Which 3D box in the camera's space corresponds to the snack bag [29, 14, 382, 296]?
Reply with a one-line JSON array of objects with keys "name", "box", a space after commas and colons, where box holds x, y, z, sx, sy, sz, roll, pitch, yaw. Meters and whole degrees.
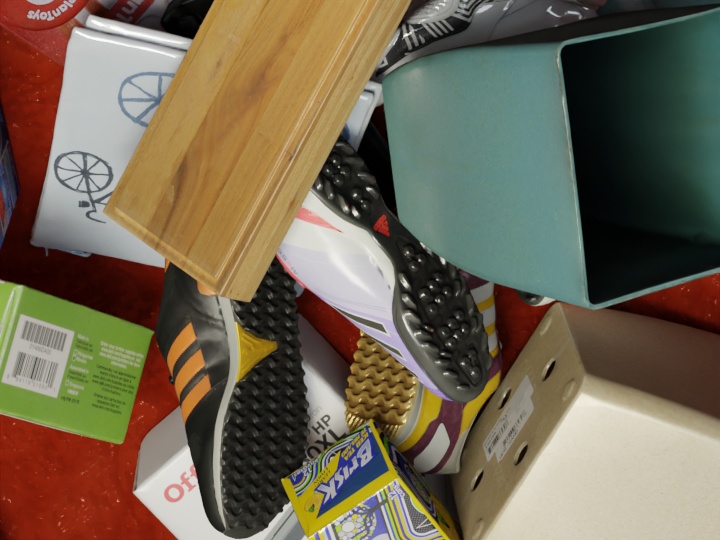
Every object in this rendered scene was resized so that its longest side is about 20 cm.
[{"name": "snack bag", "box": [-0.098, -0.064, 1.622, 0.187, 0.021, 0.201, 11, 138, -7]}]

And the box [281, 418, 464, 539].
[{"name": "box", "box": [0.037, 0.186, 1.620, 0.070, 0.064, 0.200, -34, 126, 6]}]

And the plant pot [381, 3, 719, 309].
[{"name": "plant pot", "box": [0.109, -0.069, 1.484, 0.141, 0.200, 0.142, -15, 102, -33]}]

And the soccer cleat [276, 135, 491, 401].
[{"name": "soccer cleat", "box": [0.000, 0.000, 1.574, 0.073, 0.068, 0.200, -31, 102, 41]}]

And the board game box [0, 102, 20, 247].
[{"name": "board game box", "box": [-0.246, -0.119, 1.584, 0.034, 0.135, 0.201, -10, 108, 2]}]

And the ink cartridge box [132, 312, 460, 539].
[{"name": "ink cartridge box", "box": [-0.029, 0.152, 1.704, 0.144, 0.084, 0.200, -41, 104, 11]}]

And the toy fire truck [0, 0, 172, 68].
[{"name": "toy fire truck", "box": [-0.136, -0.203, 1.583, 0.200, 0.112, 0.168, -46, 127, 14]}]

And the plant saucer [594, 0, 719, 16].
[{"name": "plant saucer", "box": [0.224, -0.208, 1.583, 0.199, 0.027, 0.202, -2, 98, -16]}]

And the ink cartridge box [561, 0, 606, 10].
[{"name": "ink cartridge box", "box": [0.062, -0.249, 1.528, 0.199, 0.086, 0.147, 19, 96, 15]}]

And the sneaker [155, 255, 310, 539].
[{"name": "sneaker", "box": [-0.086, 0.062, 1.620, 0.070, 0.090, 0.202, 2, 86, -42]}]

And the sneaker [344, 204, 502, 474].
[{"name": "sneaker", "box": [0.054, 0.028, 1.661, 0.090, 0.075, 0.201, 31, 74, -46]}]

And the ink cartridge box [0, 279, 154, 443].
[{"name": "ink cartridge box", "box": [-0.251, 0.040, 1.609, 0.199, 0.148, 0.076, 13, 84, 30]}]

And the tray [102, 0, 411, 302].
[{"name": "tray", "box": [-0.060, -0.094, 1.508, 0.098, 0.037, 0.201, 34, 102, 29]}]

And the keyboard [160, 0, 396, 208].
[{"name": "keyboard", "box": [-0.051, -0.107, 1.623, 0.104, 0.040, 0.200, -16, 130, 27]}]

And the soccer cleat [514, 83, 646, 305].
[{"name": "soccer cleat", "box": [0.149, -0.056, 1.612, 0.073, 0.068, 0.200, -11, 145, -28]}]

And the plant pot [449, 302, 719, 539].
[{"name": "plant pot", "box": [0.166, 0.135, 1.633, 0.176, 0.200, 0.200, 28, 106, -14]}]

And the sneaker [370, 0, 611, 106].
[{"name": "sneaker", "box": [0.088, -0.133, 1.614, 0.199, 0.075, 0.115, -35, 103, 7]}]
